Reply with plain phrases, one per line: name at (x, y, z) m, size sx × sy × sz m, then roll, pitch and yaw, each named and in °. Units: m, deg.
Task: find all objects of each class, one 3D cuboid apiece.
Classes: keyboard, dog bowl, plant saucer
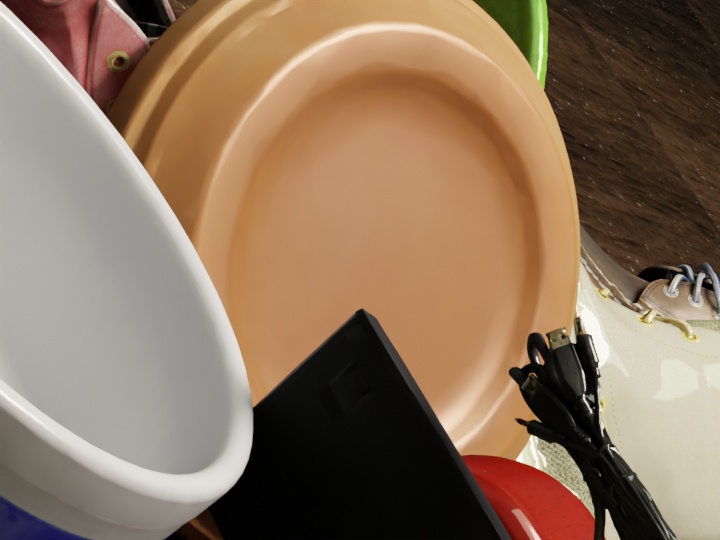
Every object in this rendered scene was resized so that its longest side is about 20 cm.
keyboard at (0.042, 0.095, 0.735) m, size 0.021 × 0.127 × 0.200 m, roll 7°, pitch 46°, yaw -55°
dog bowl at (-0.121, -0.001, 0.745) m, size 0.200 × 0.079 × 0.200 m, roll 47°, pitch 17°, yaw -18°
plant saucer at (0.000, 0.000, 0.903) m, size 0.200 × 0.200 × 0.037 m, roll 41°, pitch -20°, yaw -34°

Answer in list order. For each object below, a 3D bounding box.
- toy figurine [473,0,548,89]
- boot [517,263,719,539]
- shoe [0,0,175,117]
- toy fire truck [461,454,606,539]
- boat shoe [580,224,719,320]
toy figurine at (-0.048, -0.101, 1.002) m, size 0.184 × 0.150 × 0.201 m, roll 12°, pitch 73°, yaw -26°
boot at (0.096, 0.020, 1.099) m, size 0.154 × 0.072 × 0.201 m, roll -4°, pitch 84°, yaw -31°
shoe at (-0.082, -0.033, 0.895) m, size 0.200 × 0.091 × 0.071 m, roll 51°, pitch 16°, yaw -7°
toy fire truck at (0.064, 0.115, 0.788) m, size 0.176 × 0.200 × 0.129 m, roll 57°, pitch 16°, yaw 14°
boat shoe at (0.133, 0.033, 1.230) m, size 0.200 × 0.072 × 0.072 m, roll 54°, pitch 10°, yaw -11°
